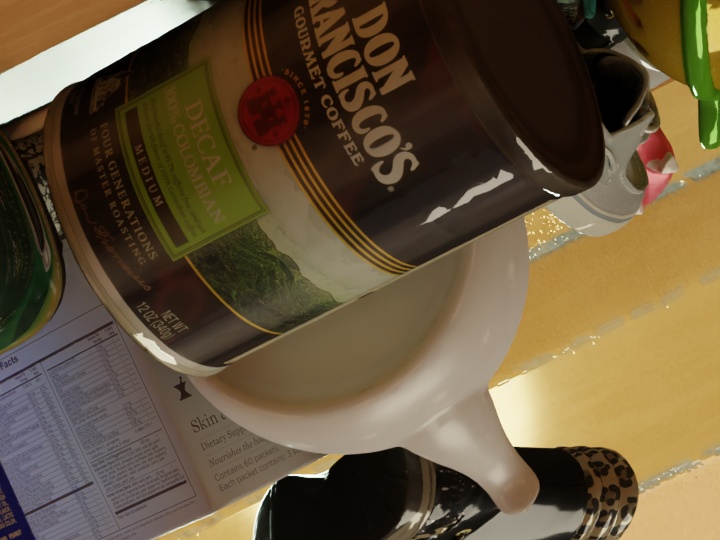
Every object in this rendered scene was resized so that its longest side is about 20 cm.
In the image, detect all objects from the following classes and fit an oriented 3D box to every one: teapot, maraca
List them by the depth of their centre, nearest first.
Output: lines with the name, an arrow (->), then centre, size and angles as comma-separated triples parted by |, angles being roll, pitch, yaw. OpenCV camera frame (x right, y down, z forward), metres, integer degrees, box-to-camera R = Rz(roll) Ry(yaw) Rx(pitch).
maraca -> 0.173, -0.145, 1.287 | 0.106, 0.138, 0.200 | 7, 154, 15
teapot -> 0.000, 0.000, 1.294 | 0.197, 0.201, 0.146 | 9, 172, 23

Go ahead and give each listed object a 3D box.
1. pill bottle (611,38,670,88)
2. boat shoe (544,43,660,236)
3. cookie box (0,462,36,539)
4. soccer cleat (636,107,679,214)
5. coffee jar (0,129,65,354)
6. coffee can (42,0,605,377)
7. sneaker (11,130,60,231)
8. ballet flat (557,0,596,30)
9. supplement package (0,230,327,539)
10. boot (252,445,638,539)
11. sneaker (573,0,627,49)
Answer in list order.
pill bottle -> 0.098, -0.114, 1.566 | 0.200, 0.113, 0.112 | -28, 177, 41
boat shoe -> 0.109, -0.073, 1.272 | 0.071, 0.070, 0.201 | -26, 155, 18
cookie box -> -0.258, 0.096, 1.279 | 0.075, 0.201, 0.171 | -21, 174, -45
soccer cleat -> 0.087, -0.100, 1.379 | 0.067, 0.200, 0.077 | -50, -150, 8
coffee jar -> -0.170, -0.014, 1.011 | 0.085, 0.105, 0.200 | -23, 177, 0
coffee can -> -0.015, -0.059, 1.140 | 0.199, 0.147, 0.146 | -27, 177, 23
sneaker -> -0.174, -0.022, 1.273 | 0.088, 0.077, 0.200 | -35, -176, -25
ballet flat -> 0.081, -0.154, 1.260 | 0.074, 0.075, 0.200 | -26, 175, 3
supplement package -> -0.115, 0.032, 1.388 | 0.150, 0.201, 0.152 | -27, 178, 43
boot -> 0.040, 0.139, 1.421 | 0.153, 0.074, 0.203 | 3, 160, -26
sneaker -> 0.132, -0.167, 1.410 | 0.200, 0.075, 0.106 | -35, 173, 1
